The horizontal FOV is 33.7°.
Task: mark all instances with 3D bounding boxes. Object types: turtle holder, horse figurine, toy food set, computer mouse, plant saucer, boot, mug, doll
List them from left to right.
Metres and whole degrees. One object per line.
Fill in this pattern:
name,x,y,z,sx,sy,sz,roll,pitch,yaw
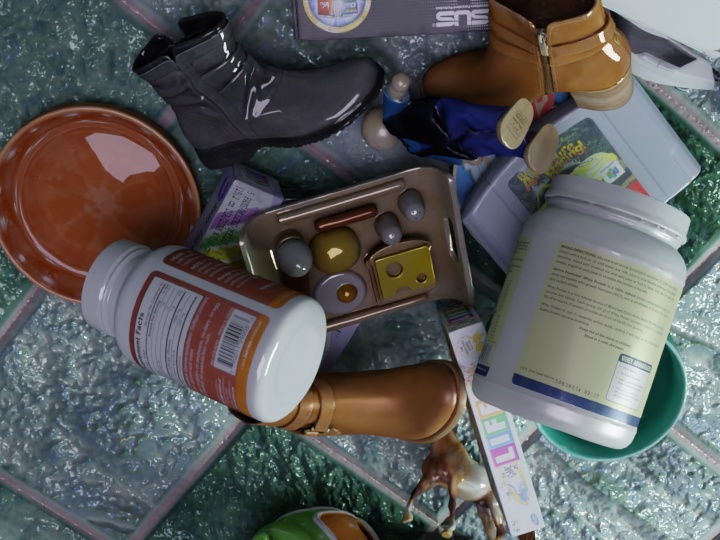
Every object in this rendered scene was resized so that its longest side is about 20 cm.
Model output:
plant saucer,-0.249,-0.062,1.127,0.198,0.032,0.202,0,115,-1
boot,-0.090,-0.169,1.030,0.198,0.070,0.132,-20,129,17
turtle holder,-0.048,0.334,1.251,0.140,0.131,0.187,28,123,36
boot,-0.014,0.114,1.083,0.154,0.199,0.078,10,80,-37
toy food set,0.000,0.000,1.084,0.198,0.061,0.145,-16,121,-3
doll,0.072,-0.125,1.032,0.136,0.199,0.049,36,74,-37
horse figurine,0.116,0.234,1.231,0.199,0.133,0.050,36,135,-23
boot,0.124,-0.188,0.992,0.198,0.074,0.155,-1,161,23
mug,0.221,0.078,1.151,0.151,0.115,0.186,-29,111,13
computer mouse,0.277,-0.176,1.051,0.199,0.110,0.044,32,105,-5

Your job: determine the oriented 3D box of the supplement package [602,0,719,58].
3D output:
supplement package,0.265,-0.269,0.923,0.199,0.155,0.112,15,72,-28

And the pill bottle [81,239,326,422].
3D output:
pill bottle,-0.138,0.045,1.028,0.199,0.112,0.113,21,117,23

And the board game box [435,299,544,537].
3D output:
board game box,0.121,0.134,1.136,0.034,0.134,0.202,-17,98,1

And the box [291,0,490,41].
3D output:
box,0.036,-0.285,1.020,0.198,0.044,0.162,-2,114,1

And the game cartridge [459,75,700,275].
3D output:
game cartridge,0.194,-0.077,1.080,0.200,0.041,0.133,-40,106,10

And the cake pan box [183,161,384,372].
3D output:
cake pan box,-0.082,0.012,1.138,0.183,0.052,0.201,23,112,-24

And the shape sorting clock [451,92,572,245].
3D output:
shape sorting clock,0.185,-0.090,1.114,0.198,0.039,0.202,0,115,0

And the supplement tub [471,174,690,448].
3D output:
supplement tub,0.189,0.034,1.006,0.144,0.145,0.202,19,88,-9
